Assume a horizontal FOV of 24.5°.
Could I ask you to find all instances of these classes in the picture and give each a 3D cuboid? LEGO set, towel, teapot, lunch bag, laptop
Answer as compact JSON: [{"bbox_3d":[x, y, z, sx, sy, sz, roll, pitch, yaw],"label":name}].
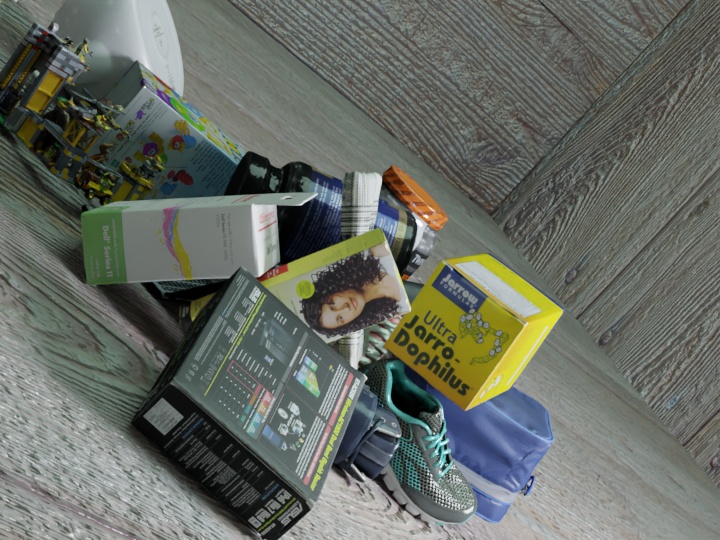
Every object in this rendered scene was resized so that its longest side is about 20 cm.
[{"bbox_3d":[-0.272,-0.160,1.649,0.153,0.116,0.200,30,9,-44],"label":"LEGO set"},{"bbox_3d":[0.000,0.000,1.623,0.034,0.195,0.200,2,2,2],"label":"towel"},{"bbox_3d":[-0.302,-0.261,1.959,0.200,0.144,0.199,59,21,-59],"label":"teapot"},{"bbox_3d":[0.107,0.178,1.782,0.199,0.133,0.136,34,13,-4],"label":"lunch bag"},{"bbox_3d":[-0.144,-0.025,1.668,0.200,0.116,0.187,47,10,15],"label":"laptop"}]

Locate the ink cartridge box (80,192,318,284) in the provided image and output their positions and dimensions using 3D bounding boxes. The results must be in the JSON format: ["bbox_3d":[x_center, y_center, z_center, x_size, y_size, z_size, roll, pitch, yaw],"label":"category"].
[{"bbox_3d":[-0.140,-0.030,1.496,0.117,0.197,0.068,-45,131,-80],"label":"ink cartridge box"}]

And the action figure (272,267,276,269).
[{"bbox_3d":[-0.100,0.018,1.828,0.201,0.052,0.065,53,34,-6],"label":"action figure"}]

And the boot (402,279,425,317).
[{"bbox_3d":[0.034,0.013,1.922,0.198,0.167,0.066,14,-5,-11],"label":"boot"}]

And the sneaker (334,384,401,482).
[{"bbox_3d":[-0.028,0.144,1.545,0.146,0.077,0.202,40,9,-7],"label":"sneaker"}]

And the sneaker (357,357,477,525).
[{"bbox_3d":[0.057,0.170,1.659,0.200,0.091,0.078,49,44,-9],"label":"sneaker"}]

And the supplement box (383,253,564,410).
[{"bbox_3d":[0.120,0.059,1.703,0.108,0.110,0.200,37,12,13],"label":"supplement box"}]

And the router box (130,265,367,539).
[{"bbox_3d":[-0.085,0.105,1.350,0.150,0.062,0.200,42,28,-9],"label":"router box"}]

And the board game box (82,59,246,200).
[{"bbox_3d":[-0.205,-0.123,1.863,0.200,0.105,0.103,40,10,-24],"label":"board game box"}]

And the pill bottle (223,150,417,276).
[{"bbox_3d":[-0.048,-0.049,1.783,0.198,0.113,0.112,25,15,-15],"label":"pill bottle"}]

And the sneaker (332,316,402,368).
[{"bbox_3d":[0.001,0.089,1.781,0.075,0.105,0.200,33,8,7],"label":"sneaker"}]

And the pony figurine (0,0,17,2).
[{"bbox_3d":[-0.465,-0.359,1.743,0.199,0.167,0.193,32,-6,35],"label":"pony figurine"}]

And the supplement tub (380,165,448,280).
[{"bbox_3d":[0.006,-0.023,2.012,0.122,0.200,0.123,41,11,-10],"label":"supplement tub"}]

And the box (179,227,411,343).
[{"bbox_3d":[-0.059,0.033,1.492,0.050,0.198,0.076,-105,172,-71],"label":"box"}]
